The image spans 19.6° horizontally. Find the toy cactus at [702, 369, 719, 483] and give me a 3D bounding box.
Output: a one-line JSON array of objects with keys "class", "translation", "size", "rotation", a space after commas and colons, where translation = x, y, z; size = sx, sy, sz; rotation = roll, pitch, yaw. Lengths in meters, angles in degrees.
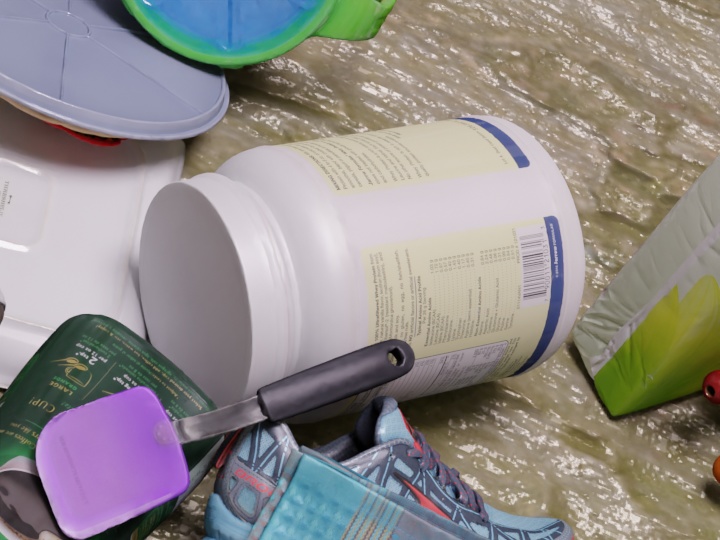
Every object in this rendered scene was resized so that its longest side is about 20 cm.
[{"class": "toy cactus", "translation": [0.292, 0.111, 1.181], "size": [0.200, 0.102, 0.165], "rotation": [43, 36, 15]}]

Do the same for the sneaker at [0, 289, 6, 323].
[{"class": "sneaker", "translation": [-0.238, 0.078, 0.977], "size": [0.200, 0.077, 0.082], "rotation": [-36, 84, -28]}]

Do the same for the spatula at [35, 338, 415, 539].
[{"class": "spatula", "translation": [-0.057, 0.066, 0.972], "size": [0.200, 0.021, 0.057], "rotation": [-19, 80, -33]}]

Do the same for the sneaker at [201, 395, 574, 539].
[{"class": "sneaker", "translation": [0.023, 0.111, 1.028], "size": [0.200, 0.079, 0.096], "rotation": [9, 87, -25]}]

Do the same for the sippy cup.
[{"class": "sippy cup", "translation": [-0.070, -0.200, 1.221], "size": [0.130, 0.139, 0.178], "rotation": [-82, 148, -71]}]

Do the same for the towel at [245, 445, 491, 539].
[{"class": "towel", "translation": [-0.012, 0.193, 0.933], "size": [0.147, 0.022, 0.200], "rotation": [24, 75, 18]}]

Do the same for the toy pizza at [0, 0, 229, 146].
[{"class": "toy pizza", "translation": [-0.169, -0.126, 1.168], "size": [0.200, 0.032, 0.200], "rotation": [22, 28, -12]}]

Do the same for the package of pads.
[{"class": "package of pads", "translation": [0.227, -0.007, 1.165], "size": [0.154, 0.200, 0.068], "rotation": [-14, 65, -33]}]

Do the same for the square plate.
[{"class": "square plate", "translation": [-0.196, -0.030, 1.104], "size": [0.198, 0.028, 0.200], "rotation": [17, 49, -13]}]

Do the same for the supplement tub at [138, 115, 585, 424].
[{"class": "supplement tub", "translation": [0.000, 0.000, 1.092], "size": [0.200, 0.145, 0.145], "rotation": [-10, 59, -31]}]

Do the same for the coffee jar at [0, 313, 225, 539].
[{"class": "coffee jar", "translation": [-0.155, 0.117, 0.967], "size": [0.104, 0.085, 0.200], "rotation": [41, 47, -1]}]
